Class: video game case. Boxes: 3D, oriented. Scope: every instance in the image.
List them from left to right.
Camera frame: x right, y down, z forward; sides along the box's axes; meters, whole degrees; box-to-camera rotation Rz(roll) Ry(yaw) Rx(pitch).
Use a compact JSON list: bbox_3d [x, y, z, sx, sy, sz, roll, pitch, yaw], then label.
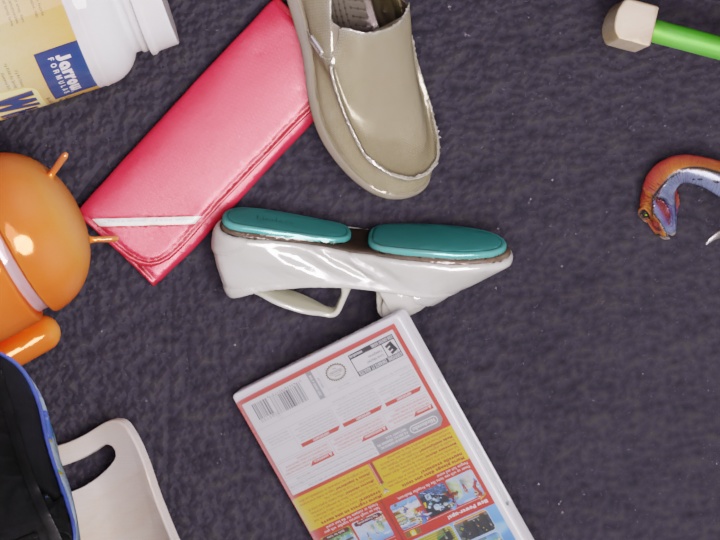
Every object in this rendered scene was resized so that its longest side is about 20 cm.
[{"bbox_3d":[0.019,0.141,1.675,0.143,0.017,0.200,-27,95,27],"label":"video game case"}]

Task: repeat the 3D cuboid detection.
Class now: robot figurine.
[{"bbox_3d":[-0.263,-0.002,1.642,0.200,0.117,0.144,-28,82,1],"label":"robot figurine"}]

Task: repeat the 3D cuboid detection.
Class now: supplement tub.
[{"bbox_3d":[-0.230,-0.173,1.617,0.200,0.144,0.145,-18,94,0],"label":"supplement tub"}]

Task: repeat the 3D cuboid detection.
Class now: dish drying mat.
[{"bbox_3d":[-0.098,-0.086,1.689,0.077,0.018,0.200,43,92,-3],"label":"dish drying mat"}]

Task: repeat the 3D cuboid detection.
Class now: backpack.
[{"bbox_3d":[-0.274,0.158,1.569,0.183,0.147,0.200,-7,51,-12],"label":"backpack"}]

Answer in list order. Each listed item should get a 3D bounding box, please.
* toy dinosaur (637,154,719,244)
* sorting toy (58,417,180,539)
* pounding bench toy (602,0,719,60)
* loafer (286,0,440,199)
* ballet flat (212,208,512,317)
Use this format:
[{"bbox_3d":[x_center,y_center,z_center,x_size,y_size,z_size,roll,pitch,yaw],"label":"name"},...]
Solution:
[{"bbox_3d":[0.288,-0.038,1.694,0.181,0.105,0.200,35,54,9],"label":"toy dinosaur"},{"bbox_3d":[-0.196,0.196,1.669,0.200,0.107,0.180,-11,81,10],"label":"sorting toy"},{"bbox_3d":[0.276,-0.182,1.639,0.156,0.124,0.200,41,95,-4],"label":"pounding bench toy"},{"bbox_3d":[0.002,-0.143,1.652,0.076,0.068,0.200,-24,93,-29],"label":"loafer"},{"bbox_3d":[0.000,0.000,1.672,0.200,0.069,0.069,5,93,3],"label":"ballet flat"}]
